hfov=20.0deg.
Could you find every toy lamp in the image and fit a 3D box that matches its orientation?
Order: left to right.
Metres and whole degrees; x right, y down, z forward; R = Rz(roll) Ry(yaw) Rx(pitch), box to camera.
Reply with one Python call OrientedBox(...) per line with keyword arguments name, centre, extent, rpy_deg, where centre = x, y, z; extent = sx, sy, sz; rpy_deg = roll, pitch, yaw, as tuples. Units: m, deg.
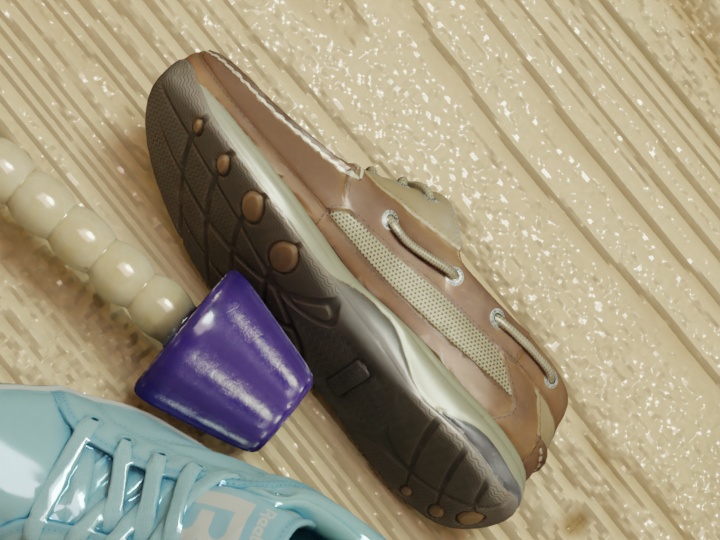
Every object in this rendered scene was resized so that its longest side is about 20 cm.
OrientedBox(name="toy lamp", centre=(-0.101, -0.014, 0.712), extent=(0.200, 0.058, 0.058), rpy_deg=(42, 62, -1))

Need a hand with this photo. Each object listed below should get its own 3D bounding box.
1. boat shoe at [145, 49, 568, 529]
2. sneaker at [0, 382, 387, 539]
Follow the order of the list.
OrientedBox(name="boat shoe", centre=(0.000, 0.000, 0.741), extent=(0.072, 0.076, 0.201), rpy_deg=(-43, 100, -31))
OrientedBox(name="sneaker", centre=(-0.053, 0.084, 0.680), extent=(0.199, 0.082, 0.074), rpy_deg=(24, 64, -11))
